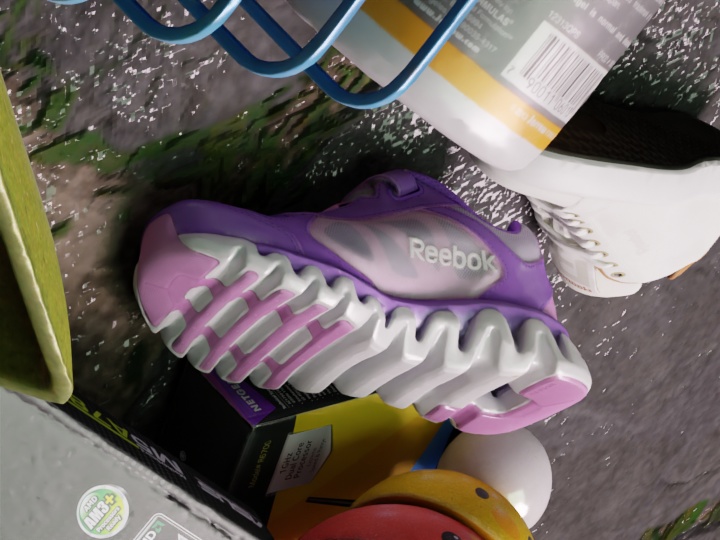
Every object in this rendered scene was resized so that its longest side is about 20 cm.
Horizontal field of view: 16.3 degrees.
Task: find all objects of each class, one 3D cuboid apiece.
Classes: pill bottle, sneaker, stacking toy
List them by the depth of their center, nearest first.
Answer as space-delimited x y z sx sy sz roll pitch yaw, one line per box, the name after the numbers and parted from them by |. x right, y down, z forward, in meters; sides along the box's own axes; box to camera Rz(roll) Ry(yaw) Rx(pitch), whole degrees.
0.071 -0.142 0.855 0.200 0.116 0.116 -51 148 7 | pill bottle
0.000 0.000 0.976 0.200 0.089 0.080 16 150 -34 | sneaker
0.023 0.125 1.000 0.200 0.146 0.146 -57 163 -45 | stacking toy
0.101 -0.024 1.061 0.200 0.073 0.085 6 119 -54 | sneaker

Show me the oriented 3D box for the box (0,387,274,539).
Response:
-0.159 0.121 0.874 0.193 0.048 0.200 38 96 -33 | box

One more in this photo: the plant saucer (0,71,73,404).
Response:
-0.166 -0.066 0.622 0.200 0.199 0.048 81 30 -52 | plant saucer

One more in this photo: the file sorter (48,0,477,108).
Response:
-0.050 -0.140 0.699 0.123 0.139 0.200 -52 148 16 | file sorter

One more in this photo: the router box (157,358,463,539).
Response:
-0.030 0.113 1.078 0.149 0.051 0.200 -12 135 -40 | router box
